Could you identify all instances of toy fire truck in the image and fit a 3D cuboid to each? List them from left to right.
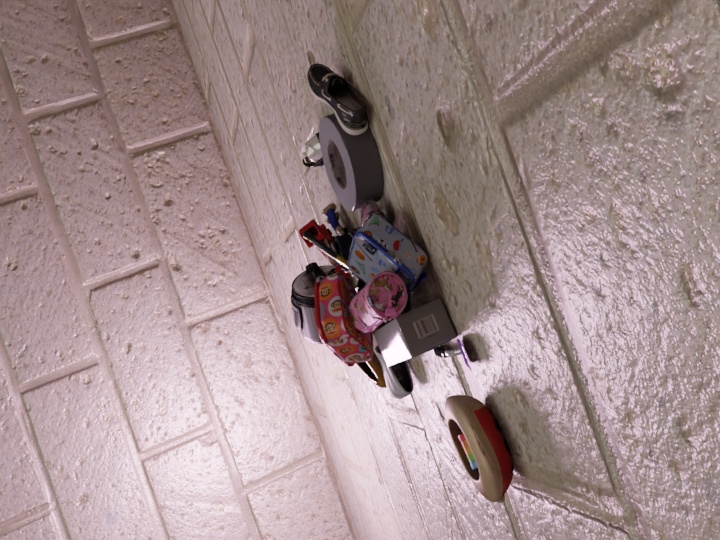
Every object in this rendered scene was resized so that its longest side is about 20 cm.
[{"bbox_3d":[-0.079,-0.051,1.704,0.201,0.048,0.142,53,-172,-21],"label":"toy fire truck"}]

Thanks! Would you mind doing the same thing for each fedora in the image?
[{"bbox_3d":[0.024,0.205,1.727,0.201,0.081,0.202,47,165,16],"label":"fedora"}]

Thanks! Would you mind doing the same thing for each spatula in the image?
[{"bbox_3d":[0.172,0.157,1.297,0.200,0.020,0.058,160,89,-76],"label":"spatula"}]

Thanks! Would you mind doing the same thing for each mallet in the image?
[{"bbox_3d":[-0.047,-0.020,1.505,0.198,0.041,0.066,34,156,14],"label":"mallet"}]

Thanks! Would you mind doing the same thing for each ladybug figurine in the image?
[{"bbox_3d":[0.220,0.317,1.229,0.136,0.070,0.204,114,135,-70],"label":"ladybug figurine"}]

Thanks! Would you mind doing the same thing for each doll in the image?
[{"bbox_3d":[-0.037,-0.075,1.690,0.202,0.048,0.137,60,177,31],"label":"doll"}]

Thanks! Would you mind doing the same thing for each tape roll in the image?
[{"bbox_3d":[-0.022,-0.233,1.428,0.200,0.065,0.205,160,91,-76],"label":"tape roll"}]

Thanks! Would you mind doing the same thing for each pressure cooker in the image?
[{"bbox_3d":[-0.107,0.079,1.912,0.172,0.179,0.204,9,127,27],"label":"pressure cooker"}]

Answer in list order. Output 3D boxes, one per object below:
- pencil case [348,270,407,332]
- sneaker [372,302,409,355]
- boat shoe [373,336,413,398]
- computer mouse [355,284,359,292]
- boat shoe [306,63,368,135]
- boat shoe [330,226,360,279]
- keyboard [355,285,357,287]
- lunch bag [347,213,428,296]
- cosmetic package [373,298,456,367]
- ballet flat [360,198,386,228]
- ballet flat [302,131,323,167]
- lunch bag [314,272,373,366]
[{"bbox_3d":[0.030,0.065,1.314,0.083,0.087,0.200,43,162,0],"label":"pencil case"},{"bbox_3d":[0.066,0.116,1.508,0.070,0.080,0.204,-127,23,-47],"label":"sneaker"},{"bbox_3d":[0.080,0.204,1.621,0.071,0.069,0.206,-26,82,55],"label":"boat shoe"},{"bbox_3d":[0.018,0.092,1.697,0.058,0.034,0.202,40,159,27],"label":"computer mouse"},{"bbox_3d":[-0.047,-0.357,1.351,0.202,0.072,0.061,59,162,28],"label":"boat shoe"},{"bbox_3d":[0.000,0.000,1.556,0.203,0.091,0.075,65,148,21],"label":"boat shoe"},{"bbox_3d":[0.019,0.058,1.688,0.200,0.039,0.107,157,93,-74],"label":"keyboard"},{"bbox_3d":[0.054,-0.014,1.340,0.160,0.076,0.201,41,160,9],"label":"lunch bag"},{"bbox_3d":[0.103,0.127,1.347,0.092,0.105,0.200,65,166,10],"label":"cosmetic package"},{"bbox_3d":[0.026,-0.080,1.451,0.202,0.067,0.073,88,175,-57],"label":"ballet flat"},{"bbox_3d":[-0.104,-0.288,1.642,0.200,0.067,0.070,142,108,-74],"label":"ballet flat"},{"bbox_3d":[-0.034,0.097,1.487,0.201,0.080,0.180,53,-155,-54],"label":"lunch bag"}]
